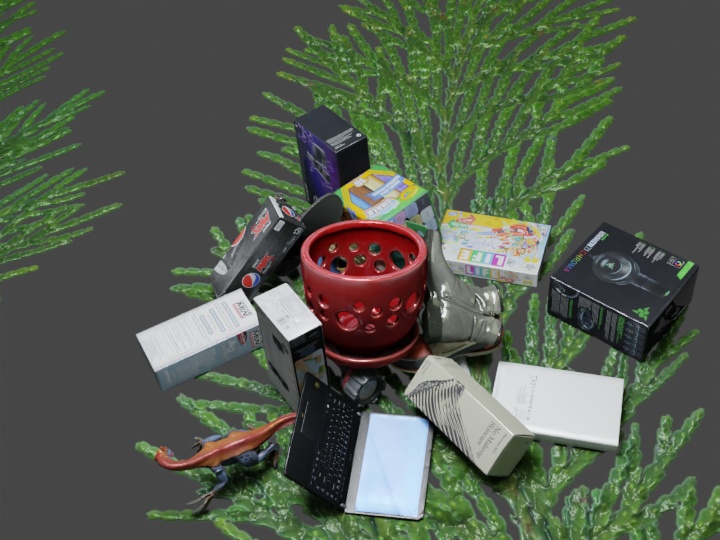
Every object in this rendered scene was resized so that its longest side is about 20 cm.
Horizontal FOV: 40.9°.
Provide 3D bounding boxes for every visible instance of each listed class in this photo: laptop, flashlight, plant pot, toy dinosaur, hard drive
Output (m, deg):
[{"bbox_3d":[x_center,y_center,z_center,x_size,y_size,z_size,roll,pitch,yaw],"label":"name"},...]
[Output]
[{"bbox_3d":[0.002,0.260,1.439,0.103,0.200,0.178,-25,39,36],"label":"laptop"},{"bbox_3d":[-0.041,0.146,1.603,0.068,0.068,0.200,15,18,-48],"label":"flashlight"},{"bbox_3d":[0.007,0.039,1.539,0.199,0.183,0.201,-1,32,0],"label":"plant pot"},{"bbox_3d":[-0.209,0.258,1.441,0.181,0.200,0.105,10,33,-54],"label":"toy dinosaur"},{"bbox_3d":[0.308,0.212,1.519,0.199,0.027,0.132,7,46,14],"label":"hard drive"}]

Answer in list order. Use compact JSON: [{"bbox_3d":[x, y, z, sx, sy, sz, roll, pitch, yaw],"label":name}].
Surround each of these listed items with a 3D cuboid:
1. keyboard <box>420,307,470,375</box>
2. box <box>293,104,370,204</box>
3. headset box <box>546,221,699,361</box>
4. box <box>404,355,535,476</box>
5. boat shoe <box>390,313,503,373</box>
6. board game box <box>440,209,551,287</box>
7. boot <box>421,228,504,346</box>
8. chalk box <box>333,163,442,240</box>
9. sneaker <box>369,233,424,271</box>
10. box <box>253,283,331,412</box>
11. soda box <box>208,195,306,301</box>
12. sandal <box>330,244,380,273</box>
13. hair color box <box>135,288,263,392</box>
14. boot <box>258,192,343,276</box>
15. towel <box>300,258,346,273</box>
[{"bbox_3d":[0.144,0.134,1.628,0.056,0.011,0.200,-10,45,-3],"label":"keyboard"},{"bbox_3d":[-0.049,-0.193,1.846,0.079,0.200,0.141,-29,48,-21],"label":"box"},{"bbox_3d":[0.449,0.036,1.634,0.200,0.093,0.174,31,56,31],"label":"headset box"},{"bbox_3d":[0.164,0.220,1.476,0.068,0.082,0.200,16,19,-49],"label":"box"},{"bbox_3d":[0.142,0.116,1.598,0.199,0.063,0.071,-11,47,-10],"label":"boat shoe"},{"bbox_3d":[0.240,-0.043,1.778,0.199,0.034,0.135,10,47,16],"label":"board game box"},{"bbox_3d":[0.164,0.030,1.580,0.130,0.068,0.201,0,70,-9],"label":"boot"},{"bbox_3d":[0.059,-0.086,1.751,0.124,0.125,0.200,-34,40,-16],"label":"chalk box"},{"bbox_3d":[0.107,-0.012,1.663,0.200,0.080,0.071,26,20,-27],"label":"sneaker"},{"bbox_3d":[-0.104,0.133,1.524,0.060,0.201,0.117,-26,46,-21],"label":"box"},{"bbox_3d":[-0.185,-0.031,1.710,0.200,0.063,0.071,-51,43,20],"label":"soda box"},{"bbox_3d":[0.000,0.000,1.681,0.200,0.054,0.080,36,21,19],"label":"sandal"},{"bbox_3d":[-0.271,0.118,1.657,0.199,0.061,0.099,-25,48,-17],"label":"hair color box"},{"bbox_3d":[-0.131,-0.098,1.788,0.200,0.069,0.174,-47,38,10],"label":"boot"},{"bbox_3d":[-0.027,0.015,1.741,0.111,0.049,0.200,-23,48,-18],"label":"towel"}]
